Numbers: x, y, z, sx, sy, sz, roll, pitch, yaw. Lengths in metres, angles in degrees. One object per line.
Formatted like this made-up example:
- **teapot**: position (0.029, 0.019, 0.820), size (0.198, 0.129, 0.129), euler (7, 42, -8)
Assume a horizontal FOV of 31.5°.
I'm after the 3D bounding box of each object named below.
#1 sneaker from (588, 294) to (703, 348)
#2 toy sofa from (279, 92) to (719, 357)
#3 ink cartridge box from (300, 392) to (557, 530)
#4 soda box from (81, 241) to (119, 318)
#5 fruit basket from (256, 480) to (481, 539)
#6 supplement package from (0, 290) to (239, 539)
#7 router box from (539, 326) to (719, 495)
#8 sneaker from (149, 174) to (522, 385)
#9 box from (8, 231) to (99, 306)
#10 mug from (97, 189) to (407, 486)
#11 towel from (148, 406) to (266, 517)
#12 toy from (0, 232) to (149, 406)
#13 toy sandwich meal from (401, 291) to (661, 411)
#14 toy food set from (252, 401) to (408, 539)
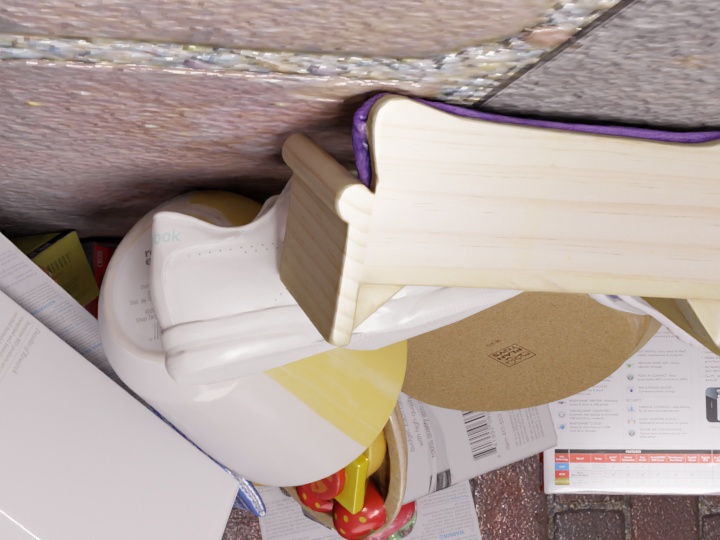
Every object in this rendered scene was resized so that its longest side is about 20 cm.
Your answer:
- **sneaker**: position (0.214, 0.006, 0.751), size (0.198, 0.076, 0.081), euler (7, 172, -44)
- **toy sofa**: position (0.070, -0.025, 0.533), size (0.197, 0.099, 0.083), euler (2, -162, -20)
- **ink cartridge box**: position (0.035, 0.094, 0.986), size (0.197, 0.149, 0.086), euler (-17, -177, -17)
- **soda box**: position (-0.217, 0.023, 0.948), size (0.063, 0.071, 0.199), euler (4, 172, -39)
- **fruit basket**: position (-0.002, 0.165, 1.065), size (0.182, 0.203, 0.094), euler (-10, 174, -13)
- **supplement package**: position (-0.186, 0.125, 0.696), size (0.200, 0.120, 0.121), euler (41, 124, -18)
- **router box**: position (0.244, 0.089, 1.030), size (0.196, 0.183, 0.049), euler (0, 174, 6)
- **sneaker**: position (-0.005, -0.008, 0.601), size (0.197, 0.090, 0.075), euler (-8, 167, -33)
- **box**: position (-0.274, 0.016, 0.866), size (0.197, 0.051, 0.075), euler (-4, -156, 34)
- **mug**: position (-0.057, 0.015, 0.703), size (0.149, 0.188, 0.153), euler (33, 176, 29)
- **towel**: position (-0.132, 0.115, 0.907), size (0.024, 0.145, 0.200), euler (-39, -176, -16)
- **toy**: position (-0.209, 0.023, 0.747), size (0.114, 0.048, 0.200), euler (-22, 136, 22)
- **toy sandwich meal**: position (0.099, 0.023, 0.817), size (0.201, 0.071, 0.206), euler (-3, 148, -2)
- **toy food set**: position (-0.044, 0.089, 0.848), size (0.048, 0.200, 0.199), euler (-27, -132, -33)
